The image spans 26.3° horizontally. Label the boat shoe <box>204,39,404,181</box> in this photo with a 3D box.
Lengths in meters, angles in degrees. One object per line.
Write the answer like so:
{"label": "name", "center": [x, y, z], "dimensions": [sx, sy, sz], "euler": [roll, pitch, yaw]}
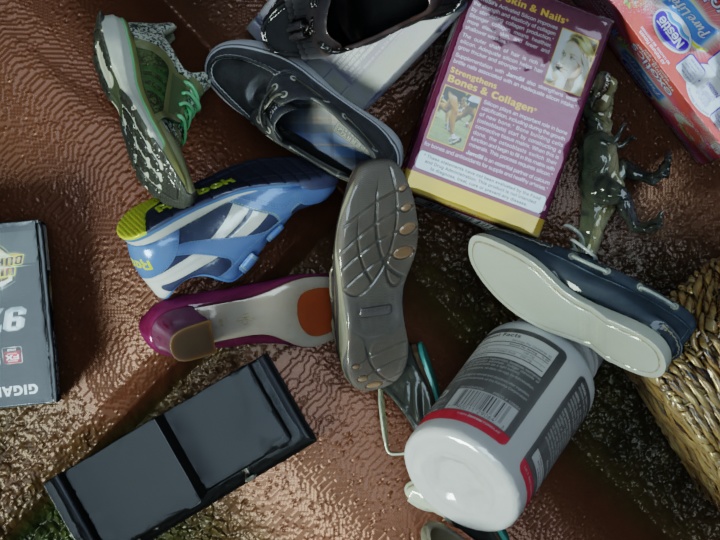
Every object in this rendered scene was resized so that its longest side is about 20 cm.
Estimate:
{"label": "boat shoe", "center": [-0.056, -0.133, 1.332], "dimensions": [0.199, 0.066, 0.070], "euler": [35, 114, 6]}

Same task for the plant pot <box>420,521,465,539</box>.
{"label": "plant pot", "center": [0.056, 0.347, 1.296], "dimensions": [0.183, 0.200, 0.201], "euler": [-42, 91, 8]}

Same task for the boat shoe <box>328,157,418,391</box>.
{"label": "boat shoe", "center": [0.000, 0.000, 1.310], "dimensions": [0.074, 0.073, 0.202], "euler": [-3, 108, -24]}

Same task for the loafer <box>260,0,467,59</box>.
{"label": "loafer", "center": [-0.008, -0.216, 1.269], "dimensions": [0.198, 0.063, 0.072], "euler": [-10, 109, 32]}

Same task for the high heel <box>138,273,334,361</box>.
{"label": "high heel", "center": [-0.095, 0.032, 1.360], "dimensions": [0.198, 0.096, 0.068], "euler": [-9, 107, -26]}

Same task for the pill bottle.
{"label": "pill bottle", "center": [0.130, 0.114, 1.299], "dimensions": [0.111, 0.111, 0.200], "euler": [44, 51, -2]}

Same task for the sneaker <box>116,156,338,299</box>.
{"label": "sneaker", "center": [-0.110, -0.040, 1.343], "dimensions": [0.198, 0.074, 0.083], "euler": [-21, 114, -12]}

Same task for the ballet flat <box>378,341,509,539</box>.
{"label": "ballet flat", "center": [0.062, 0.162, 1.356], "dimensions": [0.068, 0.068, 0.202], "euler": [-25, 80, 6]}

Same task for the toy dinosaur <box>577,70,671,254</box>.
{"label": "toy dinosaur", "center": [0.230, -0.073, 1.379], "dimensions": [0.087, 0.047, 0.202], "euler": [7, 88, 11]}

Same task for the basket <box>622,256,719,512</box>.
{"label": "basket", "center": [0.331, 0.105, 1.310], "dimensions": [0.148, 0.143, 0.201], "euler": [-34, 108, -3]}

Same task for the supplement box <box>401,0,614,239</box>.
{"label": "supplement box", "center": [0.121, -0.140, 1.344], "dimensions": [0.130, 0.103, 0.202], "euler": [21, 88, -3]}

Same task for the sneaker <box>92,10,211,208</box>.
{"label": "sneaker", "center": [-0.164, -0.146, 1.319], "dimensions": [0.088, 0.077, 0.201], "euler": [-15, 65, -19]}

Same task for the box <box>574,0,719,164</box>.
{"label": "box", "center": [0.288, -0.204, 1.360], "dimensions": [0.099, 0.095, 0.201], "euler": [-38, 91, -4]}

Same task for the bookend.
{"label": "bookend", "center": [-0.140, 0.156, 1.270], "dimensions": [0.199, 0.199, 0.093], "euler": [-31, 88, -5]}

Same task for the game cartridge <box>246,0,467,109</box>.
{"label": "game cartridge", "center": [0.003, -0.227, 1.317], "dimensions": [0.130, 0.038, 0.200], "euler": [44, 128, -5]}

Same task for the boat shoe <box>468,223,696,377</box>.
{"label": "boat shoe", "center": [0.180, 0.014, 1.264], "dimensions": [0.199, 0.075, 0.062], "euler": [27, 56, 30]}

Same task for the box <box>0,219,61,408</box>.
{"label": "box", "center": [-0.365, 0.044, 1.335], "dimensions": [0.198, 0.046, 0.161], "euler": [-5, 89, -4]}
